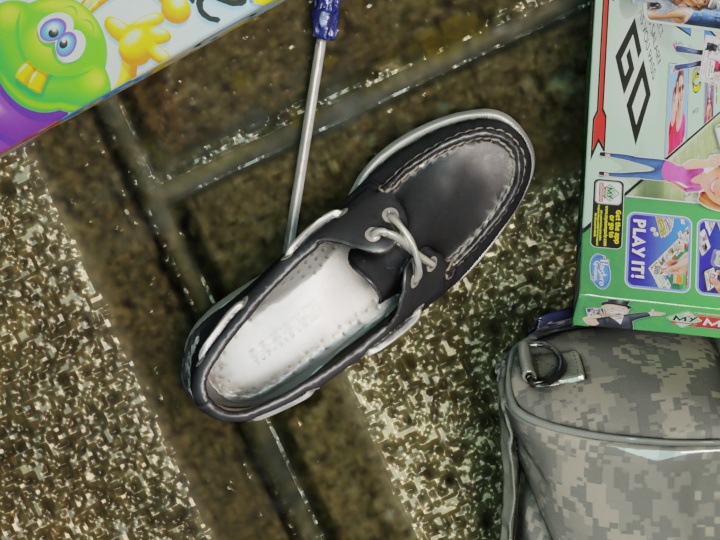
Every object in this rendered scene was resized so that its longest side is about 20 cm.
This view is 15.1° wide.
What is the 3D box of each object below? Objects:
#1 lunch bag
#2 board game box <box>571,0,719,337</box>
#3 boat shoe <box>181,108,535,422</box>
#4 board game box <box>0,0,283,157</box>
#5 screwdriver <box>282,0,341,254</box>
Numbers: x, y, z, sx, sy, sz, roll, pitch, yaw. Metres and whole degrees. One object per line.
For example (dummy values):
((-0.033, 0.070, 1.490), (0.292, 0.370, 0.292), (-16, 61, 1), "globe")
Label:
((0.143, 0.119, 1.222), (0.166, 0.140, 0.201), (-2, 119, -4), "lunch bag")
((0.167, -0.064, 1.220), (0.133, 0.029, 0.201), (5, 61, 0), "board game box")
((0.000, 0.000, 1.266), (0.199, 0.060, 0.074), (-35, 101, 3), "boat shoe")
((-0.109, -0.139, 1.218), (0.199, 0.103, 0.105), (-28, 95, 13), "board game box")
((-0.017, -0.092, 1.277), (0.029, 0.028, 0.202), (10, 100, 29), "screwdriver")
